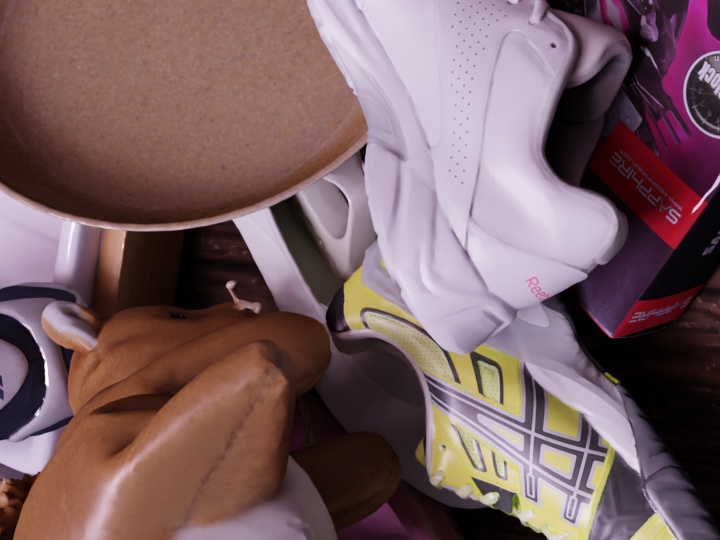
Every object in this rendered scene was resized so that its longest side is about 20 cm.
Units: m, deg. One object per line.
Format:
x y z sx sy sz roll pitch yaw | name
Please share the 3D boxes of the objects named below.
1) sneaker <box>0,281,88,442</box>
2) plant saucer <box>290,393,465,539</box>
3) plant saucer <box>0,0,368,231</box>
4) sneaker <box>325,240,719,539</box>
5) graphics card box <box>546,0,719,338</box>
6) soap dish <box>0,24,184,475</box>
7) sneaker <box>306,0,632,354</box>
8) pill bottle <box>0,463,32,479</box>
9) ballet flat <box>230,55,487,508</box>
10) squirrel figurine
-0.211 0.058 1.088 0.199 0.130 0.080 -8 92 40 | sneaker
-0.021 0.143 1.106 0.200 0.051 0.201 8 103 39 | plant saucer
-0.069 -0.093 1.043 0.200 0.200 0.035 43 163 25 | plant saucer
0.066 0.067 0.980 0.076 0.075 0.200 -36 78 -2 | sneaker
0.109 -0.089 0.953 0.125 0.051 0.200 49 124 23 | graphics card box
-0.144 -0.025 1.155 0.157 0.081 0.200 23 113 35 | soap dish
0.042 -0.075 0.944 0.099 0.078 0.200 -22 71 13 | sneaker
-0.179 0.173 1.206 0.104 0.104 0.200 43 123 26 | pill bottle
0.000 0.000 1.043 0.069 0.069 0.200 -48 66 35 | ballet flat
-0.088 0.085 0.982 0.200 0.142 0.187 -35 30 3 | squirrel figurine
